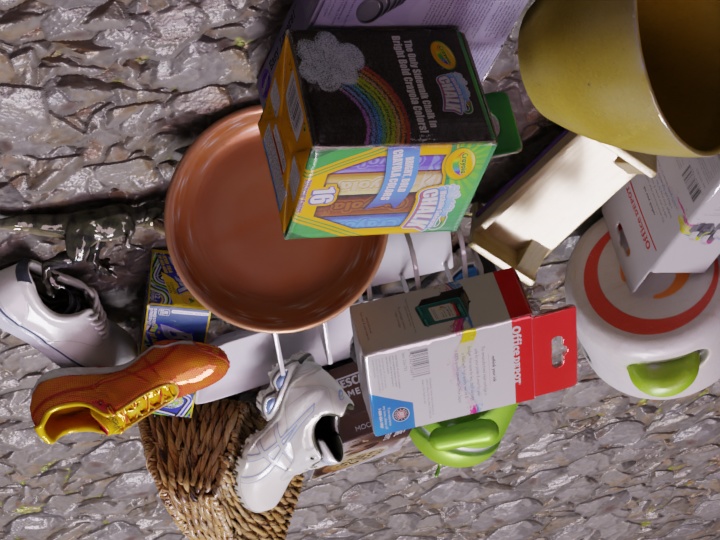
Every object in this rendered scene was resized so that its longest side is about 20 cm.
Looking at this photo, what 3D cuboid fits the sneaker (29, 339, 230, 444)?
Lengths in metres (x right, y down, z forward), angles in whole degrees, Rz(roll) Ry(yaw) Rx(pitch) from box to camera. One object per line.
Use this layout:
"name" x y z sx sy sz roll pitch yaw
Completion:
"sneaker" -0.218 0.122 1.689 0.198 0.078 0.073 -18 139 5

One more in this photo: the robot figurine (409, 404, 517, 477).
"robot figurine" 0.117 0.129 1.922 0.115 0.176 0.201 21 121 0

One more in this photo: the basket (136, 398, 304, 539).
"basket" -0.169 0.227 1.904 0.148 0.144 0.200 8 157 23

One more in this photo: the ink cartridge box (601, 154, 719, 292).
"ink cartridge box" 0.318 -0.077 1.718 0.067 0.116 0.200 1 145 -23

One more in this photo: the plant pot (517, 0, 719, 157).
"plant pot" 0.215 -0.185 1.466 0.141 0.202 0.199 -7 157 37

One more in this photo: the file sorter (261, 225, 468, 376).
"file sorter" 0.000 0.000 1.664 0.198 0.125 0.140 -13 134 -5

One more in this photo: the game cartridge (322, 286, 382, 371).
"game cartridge" -0.038 0.052 1.840 0.132 0.041 0.201 -11 148 -1

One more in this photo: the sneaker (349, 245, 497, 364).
"sneaker" 0.056 0.053 1.793 0.199 0.075 0.087 -31 175 -38

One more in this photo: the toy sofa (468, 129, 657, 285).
"toy sofa" 0.194 -0.088 1.697 0.082 0.098 0.200 31 130 -18

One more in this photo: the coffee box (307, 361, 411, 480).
"coffee box" -0.009 0.159 1.913 0.112 0.080 0.200 -18 166 -10

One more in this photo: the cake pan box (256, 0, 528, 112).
"cake pan box" 0.026 -0.193 1.477 0.183 0.053 0.200 2 144 -22

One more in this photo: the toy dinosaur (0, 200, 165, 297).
"toy dinosaur" -0.257 -0.025 1.618 0.198 0.048 0.089 -4 132 -17

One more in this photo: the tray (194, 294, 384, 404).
"tray" -0.075 0.073 1.775 0.198 0.022 0.108 -16 150 -21

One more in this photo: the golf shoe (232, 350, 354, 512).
"golf shoe" -0.066 0.184 1.782 0.078 0.097 0.201 -32 148 -47

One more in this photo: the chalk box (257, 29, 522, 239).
"chalk box" 0.032 -0.112 1.440 0.198 0.126 0.124 -2 146 -19

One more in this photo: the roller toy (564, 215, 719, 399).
"roller toy" 0.310 0.032 1.821 0.200 0.182 0.140 -49 150 -13

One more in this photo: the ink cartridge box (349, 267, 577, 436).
"ink cartridge box" 0.097 0.071 1.625 0.198 0.068 0.117 -13 135 -5

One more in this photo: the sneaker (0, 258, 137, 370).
"sneaker" -0.276 0.050 1.695 0.070 0.074 0.200 -24 147 28

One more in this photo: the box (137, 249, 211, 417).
"box" -0.188 0.065 1.753 0.064 0.071 0.201 5 144 -8

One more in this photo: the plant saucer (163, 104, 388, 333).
"plant saucer" -0.074 -0.046 1.557 0.198 0.202 0.037 -12 -177 -5
